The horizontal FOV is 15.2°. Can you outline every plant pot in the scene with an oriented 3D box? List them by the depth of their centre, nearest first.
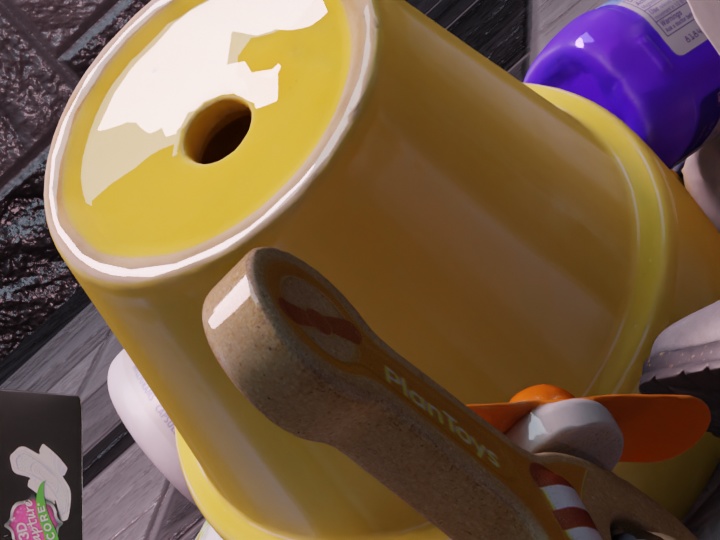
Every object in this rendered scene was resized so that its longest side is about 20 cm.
[{"bbox_3d":[0.000,0.000,0.892,0.200,0.189,0.201,-21,48,25],"label":"plant pot"}]

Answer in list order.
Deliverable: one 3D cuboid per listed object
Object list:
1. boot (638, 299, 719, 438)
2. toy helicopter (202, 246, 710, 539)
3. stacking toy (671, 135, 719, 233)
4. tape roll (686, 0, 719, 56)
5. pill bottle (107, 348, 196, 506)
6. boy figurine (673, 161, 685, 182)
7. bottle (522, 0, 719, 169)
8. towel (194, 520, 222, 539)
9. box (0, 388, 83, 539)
[{"bbox_3d":[0.167,-0.027,0.762,0.200,0.070,0.132,-20,51,44],"label":"boot"},{"bbox_3d":[0.040,0.055,0.663,0.079,0.200,0.132,-40,27,22],"label":"toy helicopter"},{"bbox_3d":[0.085,-0.009,1.079,0.200,0.146,0.146,-25,13,13],"label":"stacking toy"},{"bbox_3d":[0.193,-0.123,0.803,0.202,0.202,0.071,-36,11,38],"label":"tape roll"},{"bbox_3d":[-0.020,0.025,1.342,0.200,0.112,0.112,-42,9,11],"label":"pill bottle"},{"bbox_3d":[0.120,-0.039,1.184,0.200,0.064,0.124,-35,15,30],"label":"boy figurine"},{"bbox_3d":[0.151,-0.101,1.039,0.200,0.065,0.084,-34,-9,-30],"label":"bottle"},{"bbox_3d":[-0.052,0.129,1.095,0.171,0.048,0.200,-56,5,18],"label":"towel"},{"bbox_3d":[-0.207,0.156,1.165,0.124,0.148,0.201,-27,62,59],"label":"box"}]
